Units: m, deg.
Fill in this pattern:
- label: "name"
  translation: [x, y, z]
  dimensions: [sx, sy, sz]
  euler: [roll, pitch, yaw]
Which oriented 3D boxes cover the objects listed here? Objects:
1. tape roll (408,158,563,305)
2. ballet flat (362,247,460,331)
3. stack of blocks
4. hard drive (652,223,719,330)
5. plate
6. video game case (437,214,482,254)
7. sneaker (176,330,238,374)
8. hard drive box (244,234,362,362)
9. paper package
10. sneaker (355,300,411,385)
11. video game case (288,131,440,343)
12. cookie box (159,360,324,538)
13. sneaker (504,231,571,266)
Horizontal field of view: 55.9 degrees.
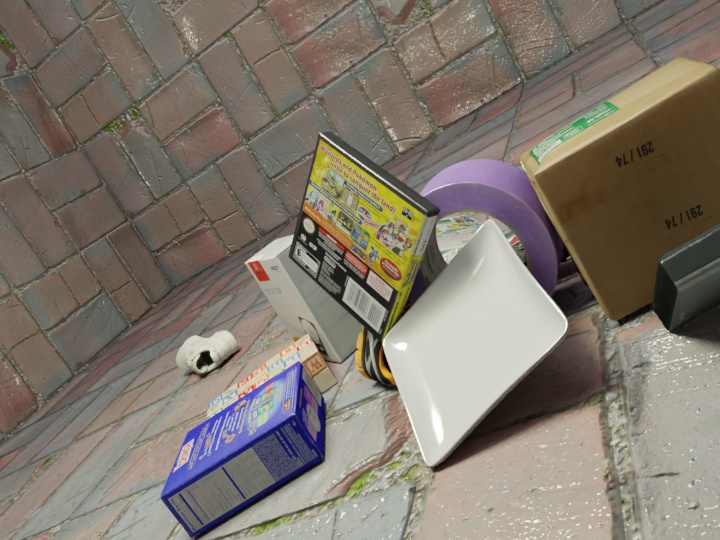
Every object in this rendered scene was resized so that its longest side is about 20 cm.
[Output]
- label: "tape roll"
  translation: [0.144, -0.025, 0.826]
  dimensions: [0.197, 0.203, 0.085]
  euler: [-24, 15, 30]
- label: "ballet flat"
  translation: [0.092, 0.048, 1.027]
  dimensions: [0.198, 0.073, 0.072]
  euler: [-36, 13, -2]
- label: "stack of blocks"
  translation: [-0.139, 0.190, 1.049]
  dimensions: [0.198, 0.059, 0.115]
  euler: [-35, 13, -5]
- label: "hard drive"
  translation: [0.341, -0.026, 0.566]
  dimensions: [0.197, 0.033, 0.139]
  euler: [-31, -27, 10]
- label: "plate"
  translation: [0.115, 0.073, 0.715]
  dimensions: [0.200, 0.032, 0.202]
  euler: [-49, 31, 18]
- label: "video game case"
  translation: [0.123, -0.051, 1.138]
  dimensions: [0.194, 0.023, 0.183]
  euler: [-9, 19, -11]
- label: "sneaker"
  translation: [-0.369, 0.194, 1.544]
  dimensions: [0.197, 0.076, 0.100]
  euler: [-23, 15, 37]
- label: "hard drive box"
  translation: [-0.090, 0.045, 1.134]
  dimensions: [0.076, 0.203, 0.155]
  euler: [-37, 13, -24]
- label: "paper package"
  translation: [0.294, -0.083, 0.699]
  dimensions: [0.197, 0.193, 0.104]
  euler: [-30, 13, 14]
- label: "sneaker"
  translation: [0.040, 0.053, 0.884]
  dimensions: [0.076, 0.206, 0.077]
  euler: [-6, 14, -25]
- label: "video game case"
  translation: [-0.005, -0.043, 0.841]
  dimensions: [0.025, 0.199, 0.184]
  euler: [-13, -48, -43]
- label: "cookie box"
  translation: [-0.147, 0.228, 0.894]
  dimensions: [0.197, 0.076, 0.171]
  euler: [-32, 13, 5]
- label: "sneaker"
  translation: [0.235, -0.025, 0.883]
  dimensions: [0.075, 0.080, 0.200]
  euler: [-56, 6, -37]
